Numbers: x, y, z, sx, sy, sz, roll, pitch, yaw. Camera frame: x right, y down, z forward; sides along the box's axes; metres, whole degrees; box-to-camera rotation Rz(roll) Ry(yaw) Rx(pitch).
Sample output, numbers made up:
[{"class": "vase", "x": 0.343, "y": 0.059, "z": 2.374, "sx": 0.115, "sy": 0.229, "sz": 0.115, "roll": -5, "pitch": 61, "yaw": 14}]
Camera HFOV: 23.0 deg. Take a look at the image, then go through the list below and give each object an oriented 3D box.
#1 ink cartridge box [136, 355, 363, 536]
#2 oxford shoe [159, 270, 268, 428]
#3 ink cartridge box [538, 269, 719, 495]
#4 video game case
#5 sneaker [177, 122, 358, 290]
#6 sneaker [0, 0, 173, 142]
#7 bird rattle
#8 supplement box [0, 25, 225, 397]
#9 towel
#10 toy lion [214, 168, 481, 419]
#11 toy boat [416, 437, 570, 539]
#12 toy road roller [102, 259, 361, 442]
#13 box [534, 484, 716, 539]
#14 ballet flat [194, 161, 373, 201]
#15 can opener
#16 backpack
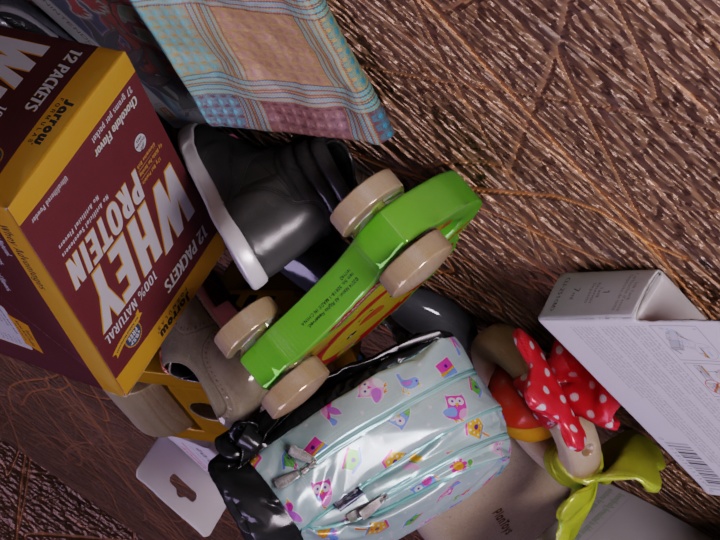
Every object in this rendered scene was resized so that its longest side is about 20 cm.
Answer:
[{"class": "ink cartridge box", "x": -0.089, "y": 0.126, "z": 1.512, "sx": 0.068, "sy": 0.201, "sz": 0.115, "roll": 13, "pitch": 154, "yaw": 45}, {"class": "oxford shoe", "x": -0.127, "y": 0.034, "z": 1.265, "sx": 0.070, "sy": 0.075, "sz": 0.200, "roll": 37, "pitch": -175, "yaw": -48}, {"class": "ink cartridge box", "x": 0.232, "y": 0.075, "z": 1.103, "sx": 0.200, "sy": 0.044, "sz": 0.173, "roll": 44, "pitch": 154, "yaw": -27}, {"class": "video game case", "x": -0.141, "y": -0.164, "z": 1.157, "sx": 0.182, "sy": 0.023, "sz": 0.200, "roll": 42, "pitch": 160, "yaw": -23}, {"class": "sneaker", "x": -0.057, "y": -0.062, "z": 1.165, "sx": 0.071, "sy": 0.099, "sz": 0.200, "roll": 63, "pitch": 177, "yaw": -30}, {"class": "sneaker", "x": -0.212, "y": -0.147, "z": 1.288, "sx": 0.200, "sy": 0.074, "sz": 0.088, "roll": 42, "pitch": -166, "yaw": -45}, {"class": "bird rattle", "x": 0.129, "y": 0.103, "z": 1.267, "sx": 0.163, "sy": 0.113, "sz": 0.200, "roll": 38, "pitch": 167, "yaw": 46}, {"class": "supplement box", "x": -0.230, "y": -0.047, "z": 1.176, "sx": 0.199, "sy": 0.133, "sz": 0.198, "roll": 15, "pitch": 148, "yaw": 30}, {"class": "towel", "x": -0.075, "y": -0.148, "z": 1.042, "sx": 0.146, "sy": 0.022, "sz": 0.200, "roll": 9, "pitch": 147, "yaw": 34}, {"class": "toy lion", "x": 0.008, "y": 0.006, "z": 1.139, "sx": 0.069, "sy": 0.191, "sz": 0.200, "roll": 49, "pitch": 122, "yaw": 8}, {"class": "toy boat", "x": 0.085, "y": 0.150, "z": 1.449, "sx": 0.131, "sy": 0.130, "sz": 0.200, "roll": 58, "pitch": 179, "yaw": 33}, {"class": "toy road roller", "x": -0.096, "y": 0.052, "z": 1.383, "sx": 0.198, "sy": 0.147, "sz": 0.123, "roll": 2, "pitch": 150, "yaw": 20}, {"class": "box", "x": 0.213, "y": 0.300, "z": 1.369, "sx": 0.199, "sy": 0.172, "sz": 0.199, "roll": 28, "pitch": -162, "yaw": 18}, {"class": "ballet flat", "x": -0.054, "y": -0.058, "z": 1.237, "sx": 0.199, "sy": 0.047, "sz": 0.067, "roll": 14, "pitch": 154, "yaw": 45}, {"class": "can opener", "x": 0.000, "y": 0.000, "z": 1.316, "sx": 0.199, "sy": 0.053, "sz": 0.067, "roll": 38, "pitch": 129, "yaw": -10}, {"class": "backpack", "x": 0.003, "y": 0.129, "z": 1.236, "sx": 0.127, "sy": 0.199, "sz": 0.167, "roll": 60, "pitch": 174, "yaw": 5}]
